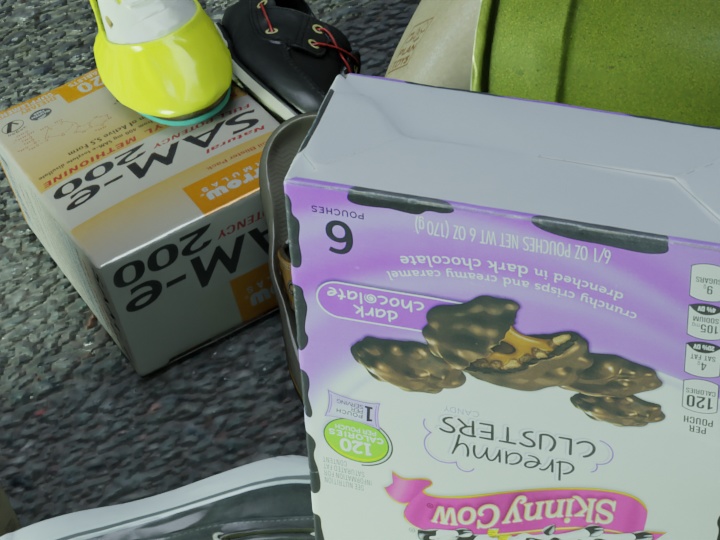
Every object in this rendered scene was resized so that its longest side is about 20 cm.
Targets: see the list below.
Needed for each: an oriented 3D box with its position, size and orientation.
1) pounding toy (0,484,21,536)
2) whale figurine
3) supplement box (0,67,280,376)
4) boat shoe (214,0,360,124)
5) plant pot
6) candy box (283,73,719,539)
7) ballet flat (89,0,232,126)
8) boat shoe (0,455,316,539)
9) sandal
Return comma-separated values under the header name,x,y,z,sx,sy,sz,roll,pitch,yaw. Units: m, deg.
name,x,y,z,sx,sy,sz,roll,pitch,yaw
pounding toy,-0.286,0.086,0.960,0.184,0.200,0.142,0,38,25
whale figurine,0.070,-0.094,1.157,0.200,0.104,0.159,-57,15,-17
supplement box,-0.105,-0.042,1.172,0.126,0.074,0.200,-27,35,-14
boat shoe,-0.036,-0.113,1.221,0.063,0.074,0.201,-40,24,4
plant pot,0.178,-0.099,0.988,0.193,0.200,0.200,15,44,23
candy box,0.066,0.036,0.836,0.168,0.200,0.072,9,41,15
ballet flat,-0.120,-0.143,1.200,0.067,0.067,0.200,-24,32,-4
boat shoe,-0.094,0.134,0.921,0.200,0.069,0.057,-21,34,-8
sandal,0.000,0.000,1.024,0.082,0.055,0.200,-10,59,-6
